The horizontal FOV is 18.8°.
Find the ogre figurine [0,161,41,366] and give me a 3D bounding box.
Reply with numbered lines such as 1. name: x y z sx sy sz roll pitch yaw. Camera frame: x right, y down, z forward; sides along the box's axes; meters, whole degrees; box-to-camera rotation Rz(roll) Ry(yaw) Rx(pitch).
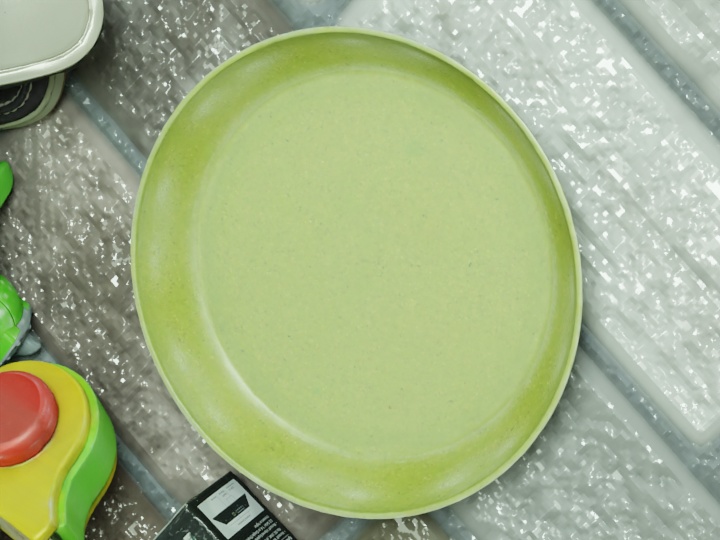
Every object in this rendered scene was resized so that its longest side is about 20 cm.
1. ogre figurine: -0.216 -0.015 0.939 0.119 0.098 0.202 -8 106 14

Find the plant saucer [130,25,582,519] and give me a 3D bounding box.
1. plant saucer: 0.000 0.000 0.887 0.198 0.031 0.202 5 104 23

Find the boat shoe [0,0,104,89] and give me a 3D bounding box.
1. boat shoe: -0.202 -0.094 0.875 0.198 0.063 0.073 -7 98 -6

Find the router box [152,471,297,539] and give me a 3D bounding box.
1. router box: -0.074 0.210 0.951 0.149 0.051 0.200 46 115 7

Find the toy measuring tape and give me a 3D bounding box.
1. toy measuring tape: -0.111 0.091 0.900 0.199 0.073 0.074 32 113 31

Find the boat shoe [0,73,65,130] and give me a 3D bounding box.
1. boat shoe: -0.224 -0.103 0.943 0.199 0.065 0.072 19 106 18
